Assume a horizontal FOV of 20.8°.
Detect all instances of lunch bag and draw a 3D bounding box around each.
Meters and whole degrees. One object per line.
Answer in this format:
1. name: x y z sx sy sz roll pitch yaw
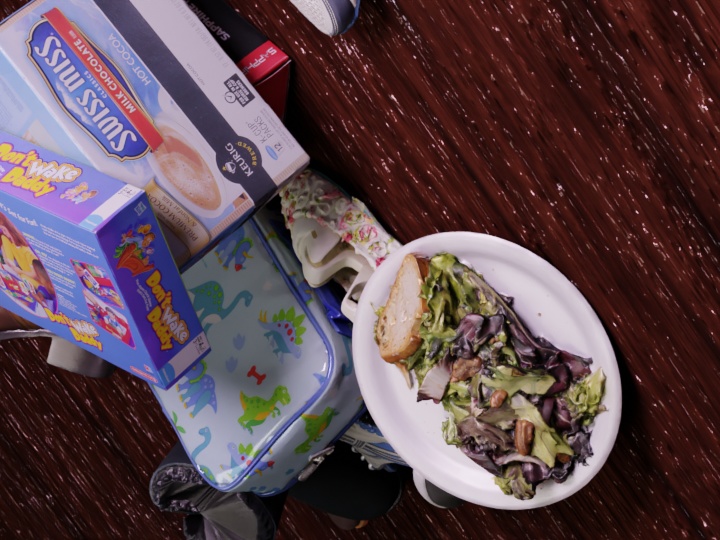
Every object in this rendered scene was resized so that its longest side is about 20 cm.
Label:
1. lunch bag: -0.079 0.055 1.462 0.082 0.161 0.201 16 -147 -51

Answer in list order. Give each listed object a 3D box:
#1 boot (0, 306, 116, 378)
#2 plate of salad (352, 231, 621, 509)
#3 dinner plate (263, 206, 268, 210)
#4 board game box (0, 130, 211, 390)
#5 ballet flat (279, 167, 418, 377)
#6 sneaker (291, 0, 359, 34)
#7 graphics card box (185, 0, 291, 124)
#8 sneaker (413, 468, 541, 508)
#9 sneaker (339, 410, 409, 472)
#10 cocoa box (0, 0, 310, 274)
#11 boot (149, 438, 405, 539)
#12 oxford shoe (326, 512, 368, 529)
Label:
1. boot: -0.241 -0.037 1.449 0.187 0.069 0.202 19 110 4
2. plate of salad: 0.077 0.072 1.303 0.198 0.048 0.202 12 116 25
3. dinner plate: -0.129 -0.042 1.606 0.200 0.024 0.201 40 154 23
4. board game box: -0.196 -0.013 1.298 0.199 0.045 0.135 23 143 41
5. ballet flat: 0.000 0.000 1.395 0.200 0.064 0.076 41 148 22
6. sneaker: -0.089 -0.206 1.197 0.200 0.085 0.077 42 164 -8
7. graphics card box: -0.137 -0.162 1.420 0.200 0.051 0.126 43 154 18
8. sneaker: 0.099 0.144 1.415 0.099 0.070 0.201 46 151 20
9. sneaker: 0.003 0.120 1.549 0.199 0.077 0.085 17 147 54
10. cocoa box: -0.159 -0.096 1.333 0.201 0.131 0.133 51 153 -3
11. boot: -0.064 0.176 1.560 0.199 0.168 0.077 28 116 -6
12. oxford shoe: -0.055 0.154 1.690 0.071 0.072 0.201 13 136 53
